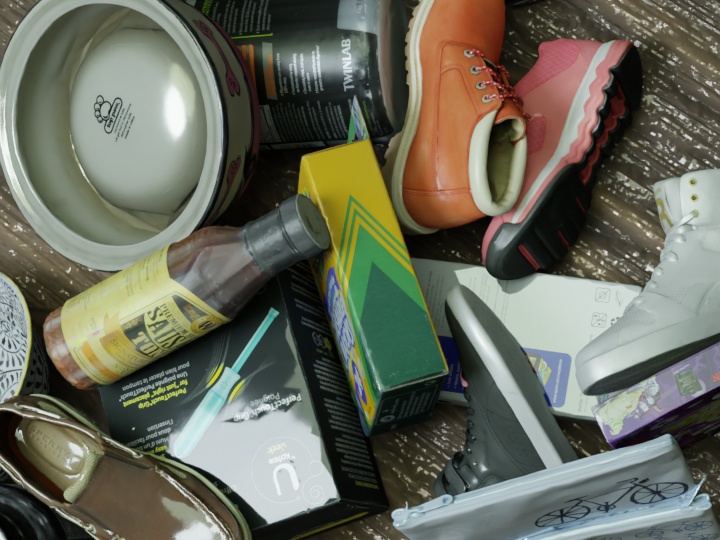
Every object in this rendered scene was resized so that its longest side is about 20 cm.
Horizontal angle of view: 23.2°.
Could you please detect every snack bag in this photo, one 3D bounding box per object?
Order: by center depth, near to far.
[{"bbox_3d":[0.135,0.168,1.125,0.188,0.200,0.021,-17,59,10],"label":"snack bag"}]

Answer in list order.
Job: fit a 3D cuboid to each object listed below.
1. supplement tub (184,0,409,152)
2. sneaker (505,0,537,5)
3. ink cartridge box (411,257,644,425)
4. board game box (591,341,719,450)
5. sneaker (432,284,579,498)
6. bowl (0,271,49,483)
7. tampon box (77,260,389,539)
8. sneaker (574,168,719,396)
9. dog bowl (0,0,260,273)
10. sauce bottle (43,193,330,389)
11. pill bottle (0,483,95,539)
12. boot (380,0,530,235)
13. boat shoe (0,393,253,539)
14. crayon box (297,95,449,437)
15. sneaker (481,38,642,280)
[{"bbox_3d":[-0.067,-0.148,1.284,0.199,0.123,0.123,-2,78,15],"label":"supplement tub"},{"bbox_3d":[0.057,-0.244,1.297,0.199,0.075,0.107,-10,76,12],"label":"sneaker"},{"bbox_3d":[0.097,0.049,1.242,0.199,0.039,0.100,8,80,15],"label":"ink cartridge box"},{"bbox_3d":[0.216,0.083,1.118,0.120,0.200,0.032,-24,74,9],"label":"board game box"},{"bbox_3d":[0.080,0.112,1.184,0.099,0.071,0.200,-25,102,16],"label":"sneaker"},{"bbox_3d":[-0.296,0.104,1.291,0.200,0.094,0.201,-17,52,23],"label":"bowl"},{"bbox_3d":[-0.089,0.094,1.234,0.149,0.126,0.201,-20,74,12],"label":"tampon box"},{"bbox_3d":[0.212,0.000,1.188,0.199,0.074,0.116,-25,76,-15],"label":"sneaker"},{"bbox_3d":[-0.156,-0.102,1.215,0.199,0.074,0.201,6,102,30],"label":"dog bowl"},{"bbox_3d":[-0.113,0.012,1.143,0.200,0.066,0.066,-29,72,21],"label":"sauce bottle"},{"bbox_3d":[-0.243,0.203,1.208,0.111,0.200,0.112,-1,83,9],"label":"pill bottle"},{"bbox_3d":[0.082,-0.124,1.214,0.107,0.075,0.201,-5,72,52],"label":"boot"},{"bbox_3d":[-0.166,0.145,1.141,0.202,0.075,0.075,25,89,22],"label":"boat shoe"},{"bbox_3d":[0.000,0.000,1.189,0.051,0.126,0.201,-15,73,-9],"label":"crayon box"},{"bbox_3d":[0.126,-0.082,1.249,0.087,0.074,0.201,19,69,31],"label":"sneaker"}]
